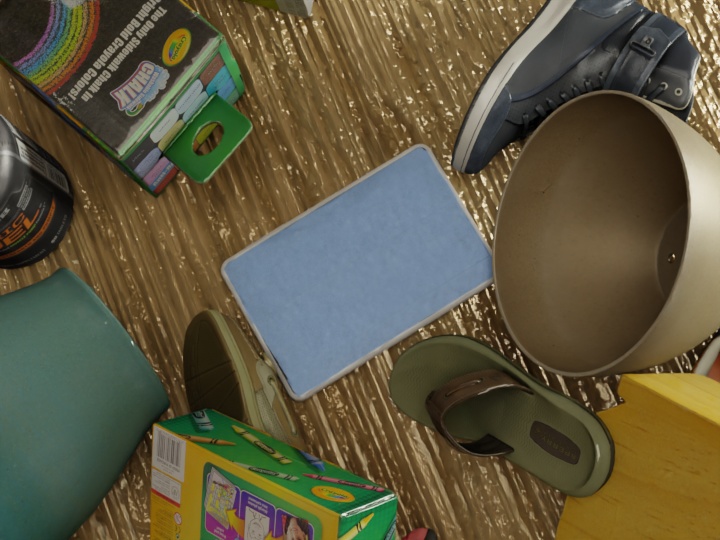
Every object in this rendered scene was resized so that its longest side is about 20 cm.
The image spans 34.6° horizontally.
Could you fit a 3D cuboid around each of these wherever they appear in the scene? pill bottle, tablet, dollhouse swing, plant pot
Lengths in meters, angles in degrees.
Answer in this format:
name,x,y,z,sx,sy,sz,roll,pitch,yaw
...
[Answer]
name,x,y,z,sx,sy,sz,roll,pitch,yaw
pill bottle,-0.292,-0.068,0.862,0.105,0.200,0.108,-1,81,4
tablet,0.000,0.000,0.929,0.199,0.014,0.131,-31,80,-3
dollhouse swing,0.269,0.181,0.836,0.181,0.175,0.203,28,116,37
plant pot,0.209,-0.017,0.848,0.133,0.199,0.203,9,80,-32
plant pot,-0.248,0.106,0.845,0.187,0.200,0.200,-38,81,-18

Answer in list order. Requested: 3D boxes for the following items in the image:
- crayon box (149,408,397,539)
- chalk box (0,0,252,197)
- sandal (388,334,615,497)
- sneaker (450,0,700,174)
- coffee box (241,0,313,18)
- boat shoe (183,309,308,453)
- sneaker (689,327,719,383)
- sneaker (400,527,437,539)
name,x,y,z,sx,sy,sz,roll,pitch,yaw
crayon box,-0.068,0.186,0.812,0.198,0.058,0.121,16,108,41
chalk box,-0.174,-0.149,0.908,0.200,0.124,0.125,41,84,7
sandal,0.092,0.102,0.840,0.200,0.057,0.081,21,111,44
sneaker,0.176,-0.129,0.906,0.146,0.077,0.203,38,84,11
coffee box,-0.114,-0.344,0.895,0.195,0.200,0.203,16,83,6
boat shoe,-0.076,0.123,0.894,0.073,0.063,0.202,-39,72,41
sneaker,0.312,0.047,0.872,0.078,0.079,0.201,34,83,9
sneaker,-0.028,0.253,0.861,0.200,0.074,0.087,-44,80,-4
